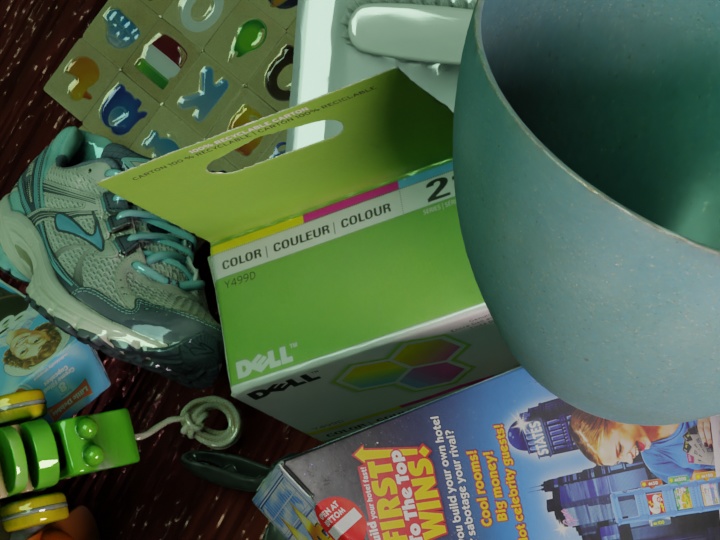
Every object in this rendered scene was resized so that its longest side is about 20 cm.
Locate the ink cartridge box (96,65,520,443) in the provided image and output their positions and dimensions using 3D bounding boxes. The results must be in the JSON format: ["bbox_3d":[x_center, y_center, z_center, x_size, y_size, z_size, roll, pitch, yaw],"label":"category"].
[{"bbox_3d":[0.000,0.000,1.148,0.147,0.200,0.076,-19,67,21],"label":"ink cartridge box"}]

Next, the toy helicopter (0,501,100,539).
[{"bbox_3d":[-0.177,0.163,1.223,0.132,0.079,0.200,-26,28,-1],"label":"toy helicopter"}]

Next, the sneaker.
[{"bbox_3d":[-0.114,-0.014,1.248,0.200,0.077,0.087,35,97,52],"label":"sneaker"}]

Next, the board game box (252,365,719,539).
[{"bbox_3d":[0.065,0.122,1.096,0.199,0.062,0.201,-6,71,-16],"label":"board game box"}]

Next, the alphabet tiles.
[{"bbox_3d":[-0.066,-0.098,1.325,0.166,0.006,0.200,39,94,30],"label":"alphabet tiles"}]

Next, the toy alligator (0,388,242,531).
[{"bbox_3d":[-0.141,0.082,1.202,0.199,0.054,0.060,-12,85,-18],"label":"toy alligator"}]

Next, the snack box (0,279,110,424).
[{"bbox_3d":[-0.226,0.083,1.266,0.200,0.037,0.116,-39,37,-19],"label":"snack box"}]

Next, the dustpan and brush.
[{"bbox_3d":[0.065,-0.105,1.222,0.199,0.057,0.141,5,94,7],"label":"dustpan and brush"}]

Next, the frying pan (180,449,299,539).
[{"bbox_3d":[-0.002,0.093,1.202,0.114,0.031,0.190,-18,26,-16],"label":"frying pan"}]

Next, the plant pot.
[{"bbox_3d":[0.118,-0.019,1.048,0.200,0.199,0.135,48,135,29],"label":"plant pot"}]
